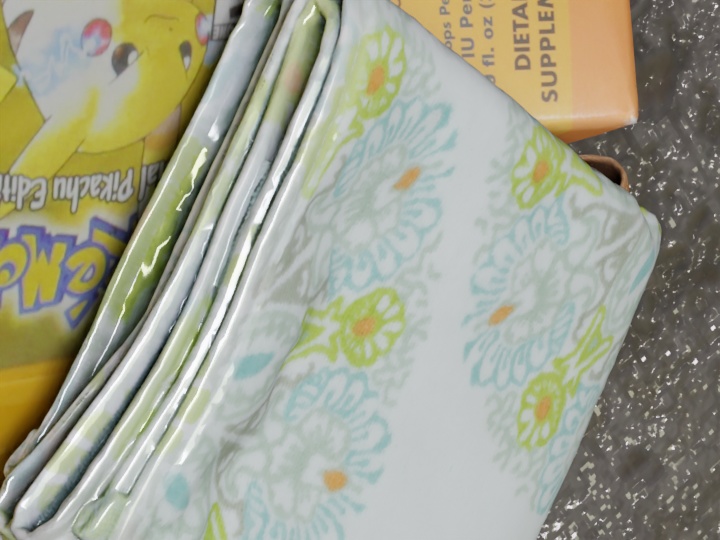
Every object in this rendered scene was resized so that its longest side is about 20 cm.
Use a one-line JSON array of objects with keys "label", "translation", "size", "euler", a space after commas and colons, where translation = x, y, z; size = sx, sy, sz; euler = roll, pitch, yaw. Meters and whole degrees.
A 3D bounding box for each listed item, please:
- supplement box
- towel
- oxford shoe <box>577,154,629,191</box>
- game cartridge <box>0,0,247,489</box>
[{"label": "supplement box", "translation": [-0.023, -0.066, 0.779], "size": [0.199, 0.069, 0.067], "euler": [-4, 90, -19]}, {"label": "towel", "translation": [0.002, 0.030, 0.725], "size": [0.200, 0.048, 0.172], "euler": [34, 82, -53]}, {"label": "oxford shoe", "translation": [0.000, 0.000, 0.815], "size": [0.199, 0.071, 0.072], "euler": [-16, 136, -36]}, {"label": "game cartridge", "translation": [-0.073, -0.020, 0.678], "size": [0.176, 0.032, 0.201], "euler": [-9, 113, -43]}]
